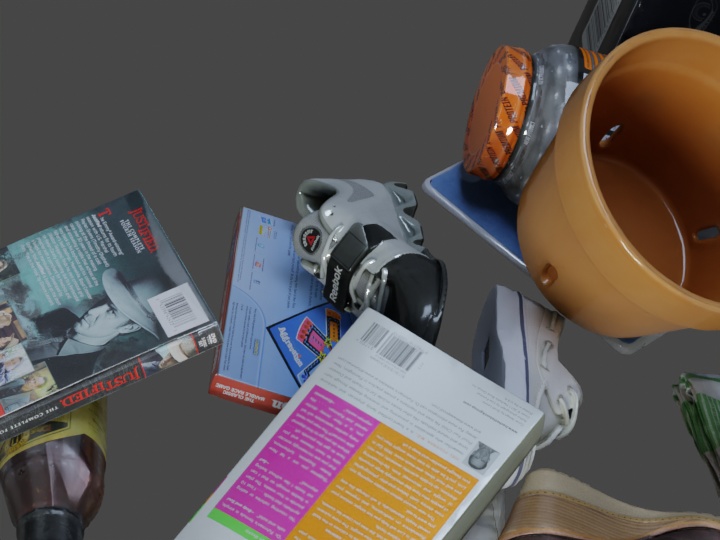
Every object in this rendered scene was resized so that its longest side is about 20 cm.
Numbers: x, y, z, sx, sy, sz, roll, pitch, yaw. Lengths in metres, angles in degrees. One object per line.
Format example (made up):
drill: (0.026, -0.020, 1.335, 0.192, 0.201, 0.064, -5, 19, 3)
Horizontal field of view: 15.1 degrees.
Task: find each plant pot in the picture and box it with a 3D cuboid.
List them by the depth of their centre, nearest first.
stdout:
plant pot: (0.196, -0.040, 1.794, 0.200, 0.140, 0.200, 12, 63, -24)

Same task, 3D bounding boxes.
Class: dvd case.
dvd case: (-0.197, 0.036, 1.613, 0.200, 0.022, 0.146, -25, 43, -9)

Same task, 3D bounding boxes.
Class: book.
book: (0.000, 0.127, 1.620, 0.134, 0.048, 0.200, 32, 62, 18)

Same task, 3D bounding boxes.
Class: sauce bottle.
sauce bottle: (-0.179, 0.109, 1.592, 0.066, 0.066, 0.200, 11, 38, -16)

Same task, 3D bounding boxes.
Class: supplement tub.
supplement tub: (0.182, -0.089, 1.943, 0.200, 0.123, 0.123, 15, 39, -10)

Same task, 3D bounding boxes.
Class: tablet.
tablet: (0.152, -0.022, 1.958, 0.200, 0.014, 0.130, 40, 41, 20)

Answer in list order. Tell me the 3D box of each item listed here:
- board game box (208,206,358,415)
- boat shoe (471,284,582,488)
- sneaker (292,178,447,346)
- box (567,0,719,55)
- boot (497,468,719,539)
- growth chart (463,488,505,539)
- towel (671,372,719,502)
board game box: (-0.040, 0.032, 1.776, 0.103, 0.019, 0.200, 17, 32, -8)
boat shoe: (0.111, 0.079, 1.755, 0.070, 0.071, 0.200, 17, 26, -6)
sneaker: (0.000, 0.000, 1.767, 0.088, 0.074, 0.200, 12, 24, -19)
box: (0.272, -0.165, 2.040, 0.200, 0.197, 0.117, 15, 38, -11)
boot: (0.170, 0.223, 1.660, 0.200, 0.072, 0.166, 21, 52, -13)
growth chart: (0.032, 0.139, 1.705, 0.145, 0.018, 0.200, 19, 38, -6)
towel: (0.305, 0.149, 1.831, 0.152, 0.023, 0.200, 5, 41, -23)
